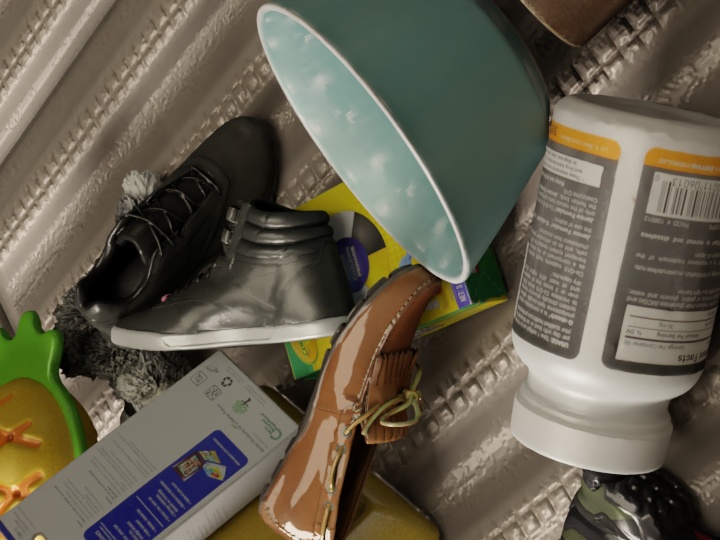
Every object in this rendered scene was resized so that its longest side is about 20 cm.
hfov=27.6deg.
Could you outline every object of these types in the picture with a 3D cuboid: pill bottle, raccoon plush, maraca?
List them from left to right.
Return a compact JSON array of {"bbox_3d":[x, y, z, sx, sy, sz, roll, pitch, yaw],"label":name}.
[{"bbox_3d":[-0.255,0.134,1.122,0.136,0.106,0.202,-22,71,35],"label":"maraca"},{"bbox_3d":[-0.161,0.033,1.143,0.133,0.096,0.202,20,106,30],"label":"raccoon plush"},{"bbox_3d":[0.150,0.006,0.847,0.116,0.116,0.202,20,106,38],"label":"pill bottle"}]

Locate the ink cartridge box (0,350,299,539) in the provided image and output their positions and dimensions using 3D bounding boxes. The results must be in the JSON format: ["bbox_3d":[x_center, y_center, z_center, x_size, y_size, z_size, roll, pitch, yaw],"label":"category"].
[{"bbox_3d":[-0.141,0.148,1.001,0.099,0.199,0.039,40,156,34],"label":"ink cartridge box"}]

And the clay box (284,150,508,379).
[{"bbox_3d":[0.000,0.000,1.022,0.199,0.047,0.116,-26,77,38],"label":"clay box"}]

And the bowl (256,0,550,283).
[{"bbox_3d":[0.038,-0.103,0.872,0.105,0.201,0.201,-38,61,-11],"label":"bowl"}]

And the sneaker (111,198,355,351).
[{"bbox_3d":[-0.092,0.004,1.021,0.198,0.070,0.101,-8,87,29],"label":"sneaker"}]

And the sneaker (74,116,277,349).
[{"bbox_3d":[-0.134,-0.031,1.078,0.076,0.091,0.201,34,87,21],"label":"sneaker"}]

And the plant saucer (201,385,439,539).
[{"bbox_3d":[-0.080,0.182,1.017,0.199,0.200,0.049,36,156,33],"label":"plant saucer"}]

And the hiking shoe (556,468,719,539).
[{"bbox_3d":[0.192,0.205,0.867,0.200,0.075,0.101,50,132,37],"label":"hiking shoe"}]

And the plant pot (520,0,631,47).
[{"bbox_3d":[0.150,-0.258,0.801,0.199,0.186,0.188,-34,71,23],"label":"plant pot"}]

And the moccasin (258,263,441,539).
[{"bbox_3d":[0.005,0.092,0.944,0.077,0.074,0.203,28,95,20],"label":"moccasin"}]
